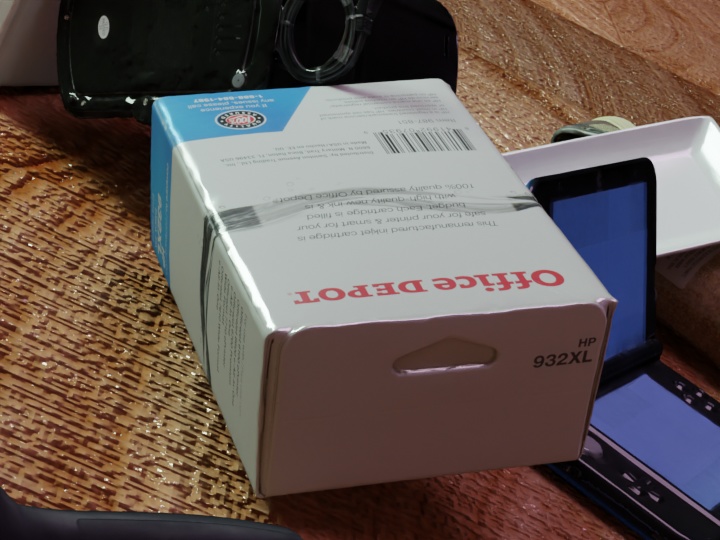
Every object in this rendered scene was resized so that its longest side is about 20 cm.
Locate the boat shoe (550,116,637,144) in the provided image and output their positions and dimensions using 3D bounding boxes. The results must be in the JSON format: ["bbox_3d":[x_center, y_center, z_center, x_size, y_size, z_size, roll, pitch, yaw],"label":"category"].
[{"bbox_3d":[0.208,-0.040,1.291,0.065,0.073,0.200,-6,35,-40],"label":"boat shoe"}]

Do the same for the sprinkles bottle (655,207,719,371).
[{"bbox_3d":[0.196,-0.001,1.169,0.200,0.068,0.068,39,23,26],"label":"sprinkles bottle"}]

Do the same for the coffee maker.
[{"bbox_3d":[-0.031,-0.105,0.979,0.192,0.135,0.200,31,10,33],"label":"coffee maker"}]

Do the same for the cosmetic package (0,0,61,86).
[{"bbox_3d":[-0.178,-0.216,1.051,0.167,0.167,0.200,36,21,20],"label":"cosmetic package"}]

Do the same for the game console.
[{"bbox_3d":[0.160,0.039,0.958,0.171,0.119,0.200,36,22,19],"label":"game console"}]

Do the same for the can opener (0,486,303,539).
[{"bbox_3d":[-0.098,0.097,0.593,0.063,0.079,0.200,-5,-8,38],"label":"can opener"}]

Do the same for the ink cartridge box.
[{"bbox_3d":[0.000,0.000,0.795,0.145,0.084,0.200,-5,33,-18],"label":"ink cartridge box"}]

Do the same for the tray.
[{"bbox_3d":[0.150,-0.038,1.137,0.199,0.022,0.108,-12,49,-16],"label":"tray"}]
